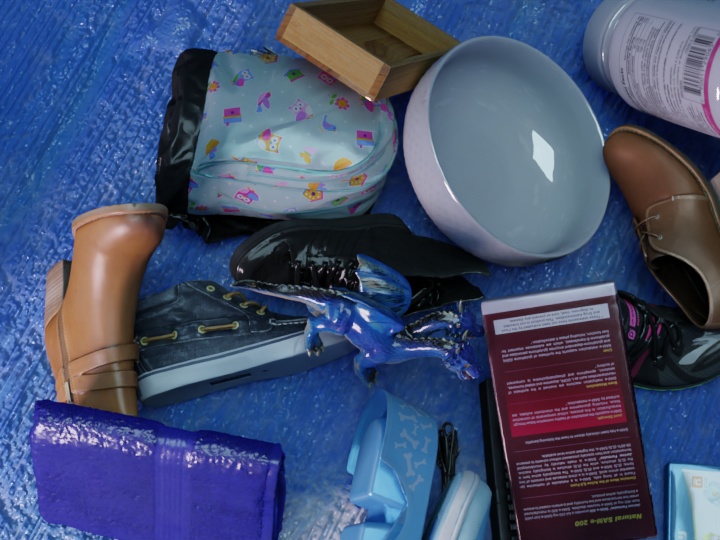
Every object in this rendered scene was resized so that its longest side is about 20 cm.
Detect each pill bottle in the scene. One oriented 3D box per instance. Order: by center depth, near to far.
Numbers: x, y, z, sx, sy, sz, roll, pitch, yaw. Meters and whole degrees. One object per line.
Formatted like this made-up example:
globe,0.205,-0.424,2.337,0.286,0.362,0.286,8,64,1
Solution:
pill bottle,0.283,-0.179,1.078,0.113,0.200,0.114,-9,112,-23

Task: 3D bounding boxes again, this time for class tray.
tray,0.015,-0.194,1.094,0.099,0.200,0.037,34,113,12

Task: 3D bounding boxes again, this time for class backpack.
backpack,-0.069,-0.109,1.095,0.199,0.127,0.167,8,70,-2

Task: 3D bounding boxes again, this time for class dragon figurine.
dragon figurine,0.004,0.030,1.001,0.200,0.099,0.059,35,39,-13

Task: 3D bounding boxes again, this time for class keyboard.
keyboard,0.122,0.188,1.064,0.127,0.021,0.201,-4,73,-2

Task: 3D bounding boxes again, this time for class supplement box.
supplement box,0.165,0.114,1.010,0.108,0.061,0.201,-9,89,11

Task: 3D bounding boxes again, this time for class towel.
towel,-0.157,0.165,1.011,0.199,0.148,0.050,10,44,2

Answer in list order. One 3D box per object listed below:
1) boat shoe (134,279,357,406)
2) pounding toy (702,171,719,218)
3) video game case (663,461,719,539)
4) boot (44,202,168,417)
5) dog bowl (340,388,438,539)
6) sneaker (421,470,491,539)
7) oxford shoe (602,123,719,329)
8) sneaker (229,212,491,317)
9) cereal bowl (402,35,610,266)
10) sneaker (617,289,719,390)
boat shoe,-0.099,0.046,1.076,0.200,0.071,0.091,-14,74,-5
pounding toy,0.415,-0.027,1.055,0.184,0.142,0.200,-23,75,-24
video game case,0.351,0.238,1.054,0.199,0.018,0.144,5,74,1
boot,-0.202,0.044,1.018,0.077,0.200,0.156,7,62,-38
dog bowl,0.016,0.197,1.017,0.049,0.111,0.201,16,73,-11
sneaker,0.102,0.265,1.001,0.130,0.080,0.201,16,96,2
oxford shoe,0.255,-0.039,1.061,0.071,0.071,0.200,-18,64,-29
sneaker,-0.001,0.002,1.068,0.199,0.060,0.104,-11,42,-23
cereal bowl,0.115,-0.095,1.098,0.200,0.083,0.201,11,70,-31
sneaker,0.230,0.058,1.071,0.199,0.084,0.077,-1,74,-1
